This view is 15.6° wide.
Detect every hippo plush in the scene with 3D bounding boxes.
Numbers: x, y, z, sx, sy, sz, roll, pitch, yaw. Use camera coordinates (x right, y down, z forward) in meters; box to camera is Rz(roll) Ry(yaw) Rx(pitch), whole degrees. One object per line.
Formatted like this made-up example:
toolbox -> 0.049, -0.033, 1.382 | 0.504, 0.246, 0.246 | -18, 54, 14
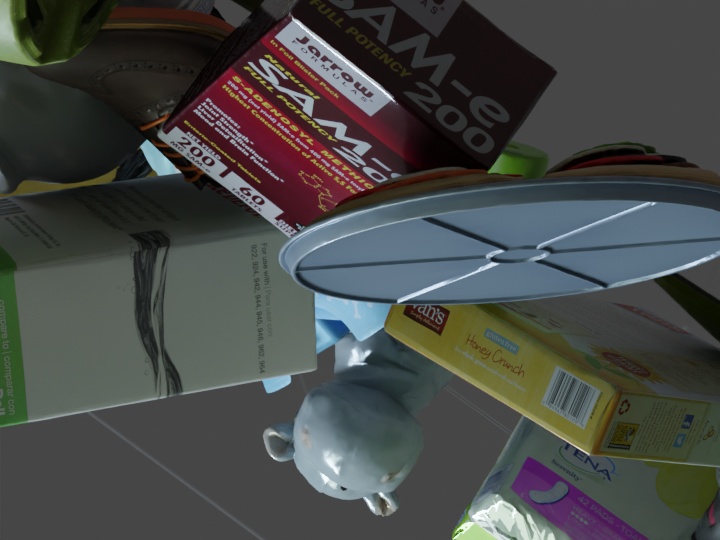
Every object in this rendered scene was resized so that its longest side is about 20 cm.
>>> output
hippo plush -> -0.002, 0.060, 1.690 | 0.159, 0.161, 0.200 | 37, 172, -6

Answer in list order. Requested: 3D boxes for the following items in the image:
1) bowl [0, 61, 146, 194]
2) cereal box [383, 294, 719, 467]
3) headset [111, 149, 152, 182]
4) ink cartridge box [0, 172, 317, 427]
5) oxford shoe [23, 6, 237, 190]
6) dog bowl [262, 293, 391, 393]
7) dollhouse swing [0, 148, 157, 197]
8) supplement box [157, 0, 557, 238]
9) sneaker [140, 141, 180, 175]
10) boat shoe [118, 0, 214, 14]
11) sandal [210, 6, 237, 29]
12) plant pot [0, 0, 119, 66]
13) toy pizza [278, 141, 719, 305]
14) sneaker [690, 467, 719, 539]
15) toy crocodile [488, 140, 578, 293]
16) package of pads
bowl -> -0.195, -0.104, 1.364 | 0.201, 0.091, 0.201 | 32, 165, 9
cereal box -> 0.126, 0.051, 1.276 | 0.199, 0.040, 0.144 | 11, -166, -48
headset -> -0.188, -0.129, 1.560 | 0.123, 0.094, 0.200 | -5, 127, 52
ink cartridge box -> -0.137, 0.011, 1.333 | 0.199, 0.085, 0.145 | -9, -164, -20
oxford shoe -> -0.080, -0.080, 1.277 | 0.199, 0.073, 0.071 | 12, 166, -35
dog bowl -> 0.000, 0.000, 1.417 | 0.050, 0.111, 0.200 | 52, 145, -5
dollhouse swing -> -0.178, -0.036, 1.753 | 0.175, 0.200, 0.182 | 34, 172, 8
supplement box -> -0.007, -0.073, 1.156 | 0.109, 0.061, 0.200 | 37, 158, -9
sneaker -> -0.085, -0.062, 1.521 | 0.082, 0.074, 0.201 | -167, 56, -76
boat shoe -> -0.158, -0.171, 1.378 | 0.200, 0.072, 0.069 | 32, 157, 47
sandal -> -0.089, -0.126, 1.417 | 0.199, 0.045, 0.075 | 13, 162, 24
plant pot -> -0.201, -0.177, 1.179 | 0.189, 0.201, 0.200 | 21, 168, 16
toy pizza -> 0.064, -0.021, 1.087 | 0.199, 0.032, 0.200 | -4, 168, -1
sneaker -> 0.221, 0.134, 1.411 | 0.077, 0.084, 0.200 | 29, 174, 19
toy crocodile -> 0.053, -0.035, 1.261 | 0.061, 0.068, 0.200 | 4, -168, -33
package of pads -> 0.171, 0.150, 1.532 | 0.200, 0.155, 0.068 | 36, 135, -1
